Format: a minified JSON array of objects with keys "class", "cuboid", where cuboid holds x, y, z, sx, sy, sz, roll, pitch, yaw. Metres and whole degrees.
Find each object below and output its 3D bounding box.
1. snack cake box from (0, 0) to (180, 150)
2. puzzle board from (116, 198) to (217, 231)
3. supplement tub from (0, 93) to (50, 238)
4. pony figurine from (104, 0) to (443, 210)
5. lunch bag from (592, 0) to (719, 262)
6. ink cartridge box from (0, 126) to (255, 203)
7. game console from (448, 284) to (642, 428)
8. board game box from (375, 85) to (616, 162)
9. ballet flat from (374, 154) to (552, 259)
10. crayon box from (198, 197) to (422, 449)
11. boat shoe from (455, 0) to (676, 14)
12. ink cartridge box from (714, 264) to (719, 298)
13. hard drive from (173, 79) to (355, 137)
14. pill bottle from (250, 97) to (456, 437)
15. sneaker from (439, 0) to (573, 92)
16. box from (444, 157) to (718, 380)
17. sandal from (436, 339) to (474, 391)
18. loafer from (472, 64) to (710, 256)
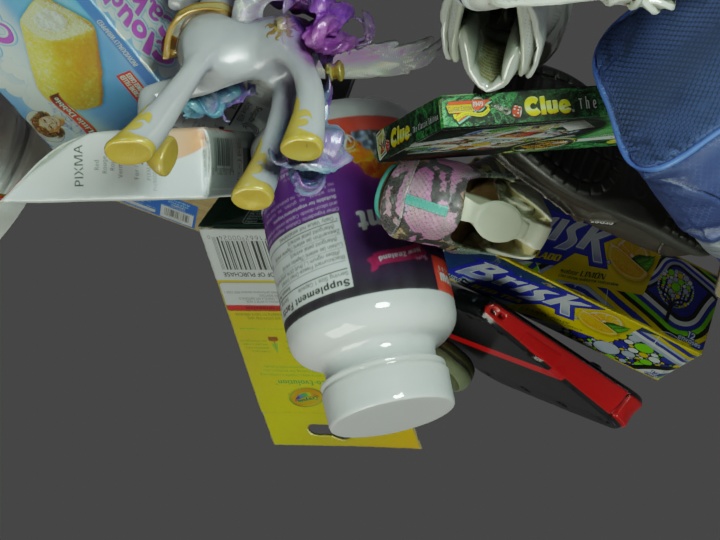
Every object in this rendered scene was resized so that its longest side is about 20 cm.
[{"class":"snack cake box","cuboid":[-0.200,-0.175,1.343,0.115,0.067,0.200,-18,126,34]},{"class":"puzzle board","cuboid":[-0.102,-0.059,1.609,0.199,0.017,0.151,20,158,1]},{"class":"supplement tub","cuboid":[-0.335,-0.105,1.544,0.200,0.145,0.144,34,151,-26]},{"class":"pony figurine","cuboid":[-0.050,-0.134,1.275,0.192,0.200,0.167,-1,142,8]},{"class":"lunch bag","cuboid":[0.239,-0.097,1.125,0.200,0.136,0.132,-33,128,22]},{"class":"ink cartridge box","cuboid":[-0.177,-0.069,1.402,0.199,0.050,0.162,2,-177,8]},{"class":"game console","cuboid":[0.099,0.047,1.591,0.177,0.031,0.200,38,170,-31]},{"class":"board game box","cuboid":[0.119,-0.088,1.267,0.199,0.024,0.105,-5,171,-22]},{"class":"ballet flat","cuboid":[0.078,-0.036,1.358,0.071,0.069,0.200,24,-170,23]},{"class":"crayon box","cuboid":[-0.028,0.037,1.562,0.127,0.051,0.200,1,125,24]},{"class":"boat shoe","cuboid":[0.141,-0.162,1.063,0.199,0.070,0.071,-20,153,-8]},{"class":"ink cartridge box","cuboid":[0.308,-0.038,1.300,0.164,0.075,0.200,14,153,9]},{"class":"hard drive","cuboid":[-0.115,-0.131,1.464,0.199,0.038,0.140,23,154,-9]},{"class":"pill bottle","cuboid":[0.000,0.000,1.398,0.111,0.201,0.111,-11,163,-4]},{"class":"sneaker","cuboid":[0.076,-0.141,1.220,0.073,0.116,0.200,13,154,10]},{"class":"box","cuboid":[0.144,0.000,1.501,0.200,0.064,0.070,25,154,-11]},{"class":"sandal","cuboid":[0.002,0.044,1.629,0.201,0.057,0.080,36,171,-22]},{"class":"loafer","cuboid":[0.141,-0.060,1.377,0.200,0.073,0.071,33,152,-22]}]
